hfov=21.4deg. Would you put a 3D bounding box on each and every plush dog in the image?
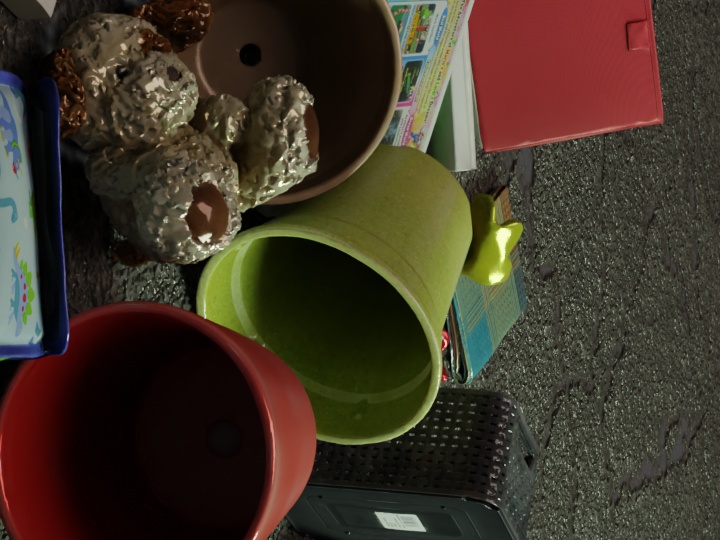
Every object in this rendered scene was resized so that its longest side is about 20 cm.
[{"bbox_3d":[-0.146,-0.098,1.306,0.173,0.160,0.200,60,39,-11],"label":"plush dog"}]

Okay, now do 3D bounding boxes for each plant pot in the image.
[{"bbox_3d":[-0.075,-0.157,1.427,0.093,0.199,0.203,-134,-148,-70],"label":"plant pot"},{"bbox_3d":[0.000,0.000,1.493,0.185,0.199,0.202,-56,137,-47],"label":"plant pot"},{"bbox_3d":[-0.120,0.118,1.277,0.177,0.199,0.202,1,87,-73],"label":"plant pot"}]

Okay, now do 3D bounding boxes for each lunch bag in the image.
[{"bbox_3d":[-0.235,-0.028,1.118,0.200,0.126,0.172,8,79,-77],"label":"lunch bag"}]

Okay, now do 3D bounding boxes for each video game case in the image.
[{"bbox_3d":[0.005,-0.145,1.570,0.181,0.024,0.201,-11,126,-47],"label":"video game case"}]

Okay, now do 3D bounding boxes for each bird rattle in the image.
[{"bbox_3d":[0.040,-0.002,1.724,0.200,0.112,0.163,-48,113,-18],"label":"bird rattle"}]

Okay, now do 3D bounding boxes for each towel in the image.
[{"bbox_3d":[0.126,0.013,1.967,0.200,0.022,0.148,-47,131,-58],"label":"towel"}]

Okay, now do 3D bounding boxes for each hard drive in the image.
[{"bbox_3d":[0.073,-0.194,1.777,0.132,0.026,0.202,-167,-108,-75],"label":"hard drive"}]

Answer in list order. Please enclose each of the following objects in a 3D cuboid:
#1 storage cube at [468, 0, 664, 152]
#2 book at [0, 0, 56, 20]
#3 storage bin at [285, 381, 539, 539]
[{"bbox_3d":[0.180,-0.225,1.846,0.171,0.178,0.202,-110,-169,-74],"label":"storage cube"},{"bbox_3d":[-0.217,-0.285,1.246,0.134,0.048,0.202,52,45,-54],"label":"book"},{"bbox_3d":[0.035,0.163,1.551,0.135,0.198,0.094,61,37,-57],"label":"storage bin"}]
